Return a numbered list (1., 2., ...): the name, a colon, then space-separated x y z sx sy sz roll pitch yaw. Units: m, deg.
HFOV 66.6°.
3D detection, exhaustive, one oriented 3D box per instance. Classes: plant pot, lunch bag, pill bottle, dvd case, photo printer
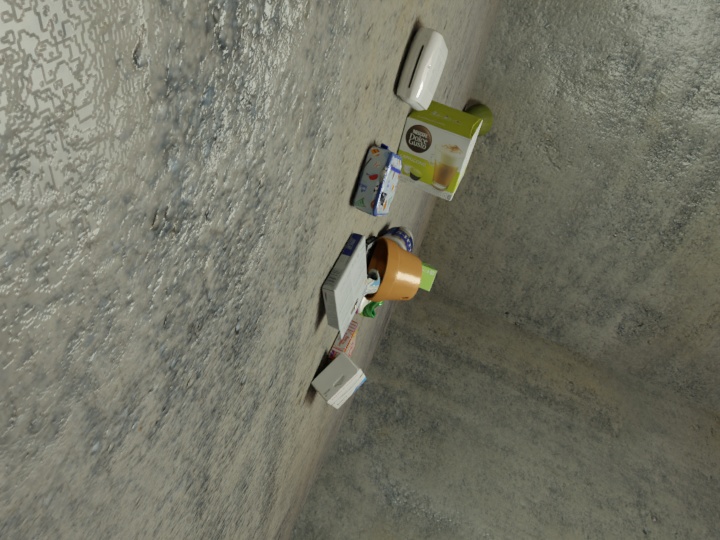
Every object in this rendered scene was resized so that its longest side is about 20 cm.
1. plant pot: 0.105 0.009 1.730 0.200 0.137 0.205 -165 -90 -72
2. plant pot: 0.658 -0.877 3.224 0.199 0.185 0.190 -28 142 -53
3. lunch bag: 0.047 -0.214 1.306 0.200 0.074 0.163 -30 138 -78
4. pill bottle: 0.123 -0.086 1.925 0.200 0.118 0.122 -51 161 -65
5. dvd case: 0.000 0.000 1.692 0.150 0.024 0.204 -42 153 -72
6. photo printer: 0.146 -0.473 1.298 0.200 0.068 0.169 -37 148 -73

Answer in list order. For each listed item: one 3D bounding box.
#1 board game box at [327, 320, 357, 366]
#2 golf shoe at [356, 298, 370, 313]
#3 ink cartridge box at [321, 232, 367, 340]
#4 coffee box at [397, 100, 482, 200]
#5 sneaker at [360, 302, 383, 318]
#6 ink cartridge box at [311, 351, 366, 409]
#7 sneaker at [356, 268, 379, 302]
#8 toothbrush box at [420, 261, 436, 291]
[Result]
1. board game box: -0.064 0.277 1.889 0.201 0.045 0.153 96 18 -60
2. golf shoe: 0.043 0.066 1.904 0.076 0.090 0.203 95 20 -67
3. ink cartridge box: -0.036 0.042 1.422 0.202 0.042 0.198 87 23 -48
4. coffee box: 0.231 -0.368 1.646 0.201 0.196 0.201 -55 164 -52
5. sneaker: 0.054 0.087 2.035 0.074 0.082 0.203 -51 160 -60
6. ink cartridge box: -0.065 0.354 1.757 0.144 0.084 0.201 -44 162 -9
7. sneaker: -0.008 0.045 1.568 0.199 0.071 0.074 -27 126 -57
8. toothbrush box: 0.176 -0.007 2.088 0.146 0.196 0.088 -112 -135 -79
